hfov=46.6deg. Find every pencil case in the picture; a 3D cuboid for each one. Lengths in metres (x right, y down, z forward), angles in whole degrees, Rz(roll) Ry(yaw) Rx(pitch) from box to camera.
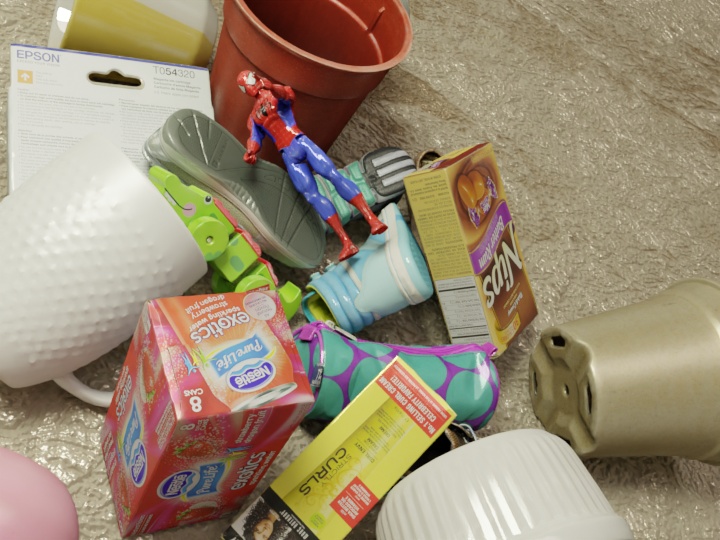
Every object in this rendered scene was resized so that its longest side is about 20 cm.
[{"bbox_3d":[0.030,0.101,0.787,0.198,0.093,0.085,9,11,-25],"label":"pencil case"}]

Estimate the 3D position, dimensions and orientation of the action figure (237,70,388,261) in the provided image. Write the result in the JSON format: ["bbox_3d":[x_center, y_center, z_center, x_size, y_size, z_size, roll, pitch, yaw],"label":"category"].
[{"bbox_3d":[-0.062,-0.104,0.760,0.201,0.065,0.099,55,19,7],"label":"action figure"}]

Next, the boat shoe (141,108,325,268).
[{"bbox_3d":[-0.116,-0.070,0.800,0.202,0.065,0.075,38,50,-27],"label":"boat shoe"}]

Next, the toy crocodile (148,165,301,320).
[{"bbox_3d":[-0.121,-0.019,0.757,0.062,0.067,0.200,-45,124,-15],"label":"toy crocodile"}]

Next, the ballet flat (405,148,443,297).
[{"bbox_3d":[0.090,-0.059,0.959,0.068,0.067,0.201,4,55,-27],"label":"ballet flat"}]

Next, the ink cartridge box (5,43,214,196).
[{"bbox_3d":[-0.235,-0.109,0.803,0.195,0.043,0.202,1,70,-28],"label":"ink cartridge box"}]

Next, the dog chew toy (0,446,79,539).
[{"bbox_3d":[-0.265,0.214,0.522,0.124,0.125,0.201,27,55,-8],"label":"dog chew toy"}]

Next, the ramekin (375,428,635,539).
[{"bbox_3d":[0.106,0.212,0.671,0.199,0.201,0.106,-3,53,-31],"label":"ramekin"}]

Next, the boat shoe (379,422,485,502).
[{"bbox_3d":[0.076,0.178,0.765,0.198,0.072,0.073,4,54,-26],"label":"boat shoe"}]

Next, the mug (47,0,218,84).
[{"bbox_3d":[-0.243,-0.248,0.893,0.152,0.188,0.149,14,8,-30],"label":"mug"}]

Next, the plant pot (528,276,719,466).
[{"bbox_3d":[0.284,0.114,0.868,0.182,0.201,0.202,-4,57,-18],"label":"plant pot"}]

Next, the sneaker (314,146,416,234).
[{"bbox_3d":[-0.034,-0.065,0.904,0.198,0.088,0.075,-18,73,-11],"label":"sneaker"}]

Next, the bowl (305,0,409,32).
[{"bbox_3d":[-0.048,-0.307,1.007,0.200,0.201,0.091,29,66,-6],"label":"bowl"}]

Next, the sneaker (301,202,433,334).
[{"bbox_3d":[0.000,0.000,0.861,0.080,0.130,0.200,60,8,-13],"label":"sneaker"}]

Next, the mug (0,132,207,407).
[{"bbox_3d":[-0.222,0.021,0.676,0.175,0.147,0.201,-42,113,-17],"label":"mug"}]

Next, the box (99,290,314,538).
[{"bbox_3d":[-0.122,0.110,0.619,0.099,0.200,0.096,-3,55,-31],"label":"box"}]

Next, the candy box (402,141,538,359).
[{"bbox_3d":[0.120,-0.021,0.878,0.117,0.056,0.202,-34,111,-51],"label":"candy box"}]

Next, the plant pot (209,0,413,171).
[{"bbox_3d":[-0.074,-0.213,0.896,0.199,0.196,0.202,15,49,-18],"label":"plant pot"}]

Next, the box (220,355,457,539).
[{"bbox_3d":[-0.015,0.167,0.678,0.200,0.050,0.075,-43,81,-13],"label":"box"}]
